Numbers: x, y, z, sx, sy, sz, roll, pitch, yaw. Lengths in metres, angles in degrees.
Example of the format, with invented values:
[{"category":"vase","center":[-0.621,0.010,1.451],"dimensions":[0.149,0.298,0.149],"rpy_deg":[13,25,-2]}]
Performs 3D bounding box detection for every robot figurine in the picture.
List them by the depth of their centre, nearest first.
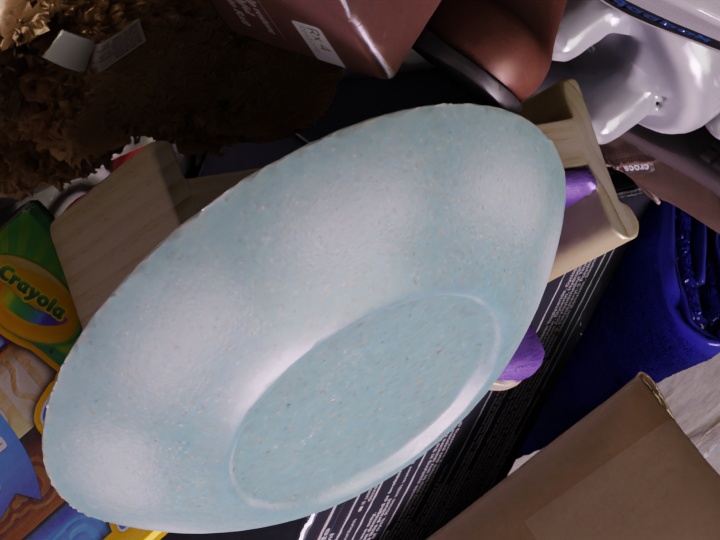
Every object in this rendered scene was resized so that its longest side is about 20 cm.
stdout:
[{"category":"robot figurine","center":[0.143,-0.133,1.045],"dimensions":[0.200,0.113,0.170],"rpy_deg":[-38,124,-15]}]

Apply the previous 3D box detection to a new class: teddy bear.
[{"category":"teddy bear","center":[-0.091,-0.082,0.862],"dimensions":[0.200,0.067,0.145],"rpy_deg":[-19,138,-35]}]

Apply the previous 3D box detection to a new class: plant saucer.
[{"category":"plant saucer","center":[-0.007,0.031,0.855],"dimensions":[0.201,0.039,0.201],"rpy_deg":[-26,150,-16]}]

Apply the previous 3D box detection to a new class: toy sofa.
[{"category":"toy sofa","center":[0.000,0.000,0.922],"dimensions":[0.200,0.098,0.083],"rpy_deg":[-11,167,-37]}]

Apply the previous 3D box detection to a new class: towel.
[{"category":"towel","center":[0.107,-0.002,1.248],"dimensions":[0.049,0.148,0.200],"rpy_deg":[16,152,-23]}]

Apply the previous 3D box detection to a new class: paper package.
[{"category":"paper package","center":[0.083,0.158,1.198],"dimensions":[0.200,0.104,0.191],"rpy_deg":[-38,167,-3]}]

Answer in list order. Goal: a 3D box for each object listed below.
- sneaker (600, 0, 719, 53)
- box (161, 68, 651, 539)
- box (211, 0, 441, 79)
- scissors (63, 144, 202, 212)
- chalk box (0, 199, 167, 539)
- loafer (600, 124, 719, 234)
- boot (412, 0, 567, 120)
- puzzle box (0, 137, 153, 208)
[{"category":"sneaker","center":[0.186,-0.119,0.961],"dimensions":[0.112,0.200,0.073],"rpy_deg":[-68,-162,-3]},{"category":"box","center":[0.001,0.025,1.140],"dimensions":[0.198,0.123,0.200],"rpy_deg":[-15,135,-59]},{"category":"box","center":[0.016,-0.172,0.815],"dimensions":[0.200,0.075,0.100],"rpy_deg":[-59,145,-19]},{"category":"scissors","center":[-0.063,-0.029,1.123],"dimensions":[0.073,0.014,0.200],"rpy_deg":[-56,158,13]},{"category":"chalk box","center":[-0.126,0.056,0.966],"dimensions":[0.200,0.124,0.125],"rpy_deg":[-40,-174,-7]},{"category":"loafer","center":[0.126,-0.062,1.134],"dimensions":[0.073,0.200,0.071],"rpy_deg":[-34,145,-21]},{"category":"boot","center":[0.088,-0.154,0.882],"dimensions":[0.200,0.068,0.188],"rpy_deg":[-48,-172,18]},{"category":"puzzle box","center":[-0.090,-0.108,0.918],"dimensions":[0.133,0.025,0.200],"rpy_deg":[-26,152,-37]}]
